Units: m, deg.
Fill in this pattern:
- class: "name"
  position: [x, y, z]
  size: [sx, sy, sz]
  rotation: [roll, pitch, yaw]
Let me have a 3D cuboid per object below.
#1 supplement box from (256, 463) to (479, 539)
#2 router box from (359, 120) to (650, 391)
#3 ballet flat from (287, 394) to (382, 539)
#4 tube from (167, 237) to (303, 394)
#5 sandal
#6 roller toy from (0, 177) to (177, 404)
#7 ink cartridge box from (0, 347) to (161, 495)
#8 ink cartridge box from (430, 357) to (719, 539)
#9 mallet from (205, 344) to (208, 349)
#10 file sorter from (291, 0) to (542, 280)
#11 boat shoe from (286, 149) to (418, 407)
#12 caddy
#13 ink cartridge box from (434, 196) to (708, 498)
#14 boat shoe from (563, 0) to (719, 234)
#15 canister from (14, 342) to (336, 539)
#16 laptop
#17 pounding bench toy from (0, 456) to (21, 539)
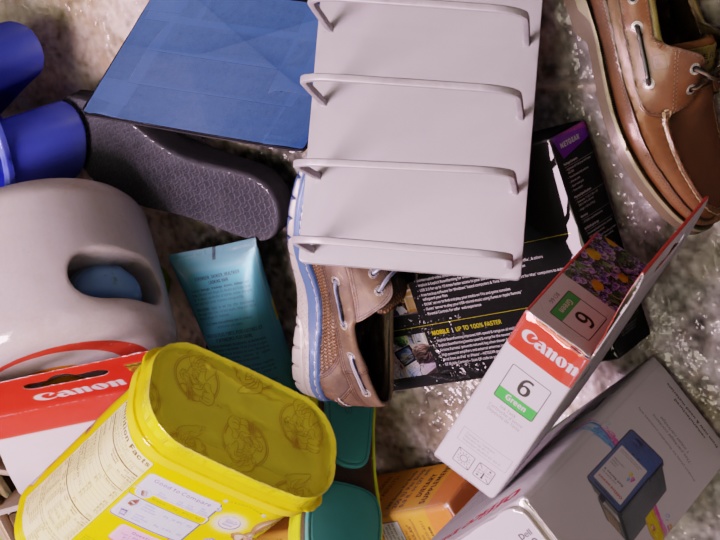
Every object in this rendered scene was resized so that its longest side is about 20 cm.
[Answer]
- class: "supplement box"
  position: [0.014, 0.192, 1.332]
  size: [0.200, 0.067, 0.069]
  rotation: [-18, 108, 39]
- class: "router box"
  position: [0.078, -0.005, 1.209]
  size: [0.199, 0.051, 0.150]
  rotation: [-11, 102, 38]
- class: "ballet flat"
  position: [-0.022, 0.155, 1.288]
  size: [0.067, 0.201, 0.067]
  rotation: [18, 144, -22]
- class: "tube"
  position: [-0.077, 0.074, 1.347]
  size: [0.077, 0.050, 0.201]
  rotation: [-12, 107, 23]
- class: "sandal"
  position: [-0.134, -0.078, 1.339]
  size: [0.200, 0.043, 0.076]
  rotation: [26, 133, 18]
- class: "roller toy"
  position: [-0.233, 0.033, 1.323]
  size: [0.183, 0.199, 0.140]
  rotation: [92, 161, -65]
- class: "ink cartridge box"
  position: [-0.181, 0.121, 1.304]
  size: [0.161, 0.200, 0.050]
  rotation: [-12, 69, 9]
- class: "ink cartridge box"
  position: [0.125, 0.159, 1.154]
  size: [0.088, 0.200, 0.145]
  rotation: [52, 130, 3]
- class: "mallet"
  position: [-0.105, 0.077, 1.390]
  size: [0.066, 0.041, 0.201]
  rotation: [31, 121, 17]
- class: "file sorter"
  position: [0.033, -0.101, 1.074]
  size: [0.138, 0.125, 0.201]
  rotation: [4, 89, 5]
- class: "boat shoe"
  position: [0.000, 0.000, 1.195]
  size: [0.072, 0.072, 0.201]
  rotation: [16, 126, 26]
- class: "caddy"
  position: [-0.295, -0.099, 1.368]
  size: [0.142, 0.105, 0.200]
  rotation: [62, 147, 1]
- class: "ink cartridge box"
  position: [0.124, 0.035, 1.083]
  size: [0.050, 0.109, 0.200]
  rotation: [36, 130, 10]
- class: "boat shoe"
  position: [0.180, -0.119, 1.071]
  size: [0.068, 0.072, 0.201]
  rotation: [-20, 99, 39]
- class: "canister"
  position: [-0.133, 0.149, 1.253]
  size: [0.148, 0.087, 0.200]
  rotation: [27, 134, -24]
- class: "laptop"
  position: [-0.087, -0.202, 1.195]
  size: [0.187, 0.116, 0.201]
  rotation: [12, 117, 30]
- class: "pounding bench toy"
  position: [-0.282, 0.186, 1.504]
  size: [0.200, 0.124, 0.156]
  rotation: [-21, 98, 40]
